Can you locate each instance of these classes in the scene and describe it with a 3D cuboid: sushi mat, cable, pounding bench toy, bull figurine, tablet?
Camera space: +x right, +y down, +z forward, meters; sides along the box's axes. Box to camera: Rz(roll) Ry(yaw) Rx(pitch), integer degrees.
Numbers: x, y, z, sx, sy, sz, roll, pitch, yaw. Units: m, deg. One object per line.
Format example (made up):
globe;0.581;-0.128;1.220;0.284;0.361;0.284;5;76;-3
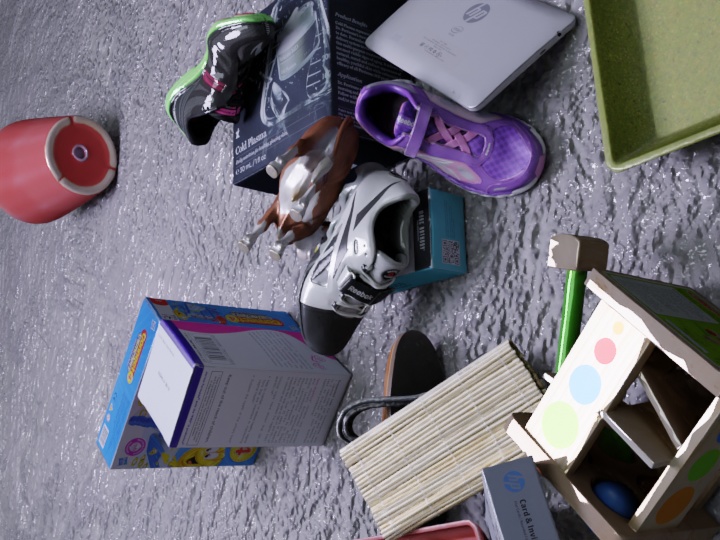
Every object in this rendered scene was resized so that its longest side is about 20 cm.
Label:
sushi mat;0.076;0.150;0.761;0.200;0.012;0.096;-37;76;23
cable;0.070;0.120;0.785;0.199;0.050;0.098;-1;87;16
pounding bench toy;0.186;0.084;0.647;0.200;0.124;0.157;49;121;44
bull figurine;-0.059;-0.071;0.892;0.065;0.121;0.200;33;138;9
tablet;0.099;-0.232;0.856;0.130;0.014;0.200;-41;44;-4

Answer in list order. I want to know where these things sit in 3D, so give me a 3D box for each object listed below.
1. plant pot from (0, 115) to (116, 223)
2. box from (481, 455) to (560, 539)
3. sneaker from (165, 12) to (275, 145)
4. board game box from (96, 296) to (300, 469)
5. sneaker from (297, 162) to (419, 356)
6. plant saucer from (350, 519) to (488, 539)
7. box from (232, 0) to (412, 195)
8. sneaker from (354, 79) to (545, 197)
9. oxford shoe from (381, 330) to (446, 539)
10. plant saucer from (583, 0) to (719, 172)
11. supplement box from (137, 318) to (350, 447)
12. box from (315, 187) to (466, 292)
plant pot;-0.550;-0.194;1.599;0.177;0.200;0.202;-8;77;42
box;0.130;0.239;0.653;0.200;0.041;0.157;74;-179;-63
sneaker;-0.148;-0.212;0.990;0.200;0.076;0.084;-42;69;45
board game box;-0.190;0.140;1.057;0.056;0.195;0.201;41;116;47
sneaker;0.000;0.000;0.859;0.088;0.074;0.201;34;110;52
plant saucer;0.072;0.332;0.794;0.200;0.037;0.201;-28;73;45
box;-0.047;-0.205;1.003;0.200;0.123;0.198;-20;66;49
sneaker;0.074;-0.128;0.825;0.199;0.088;0.081;26;100;25
oxford shoe;0.039;0.160;0.867;0.071;0.071;0.201;-9;77;56
plant saucer;0.267;-0.192;0.659;0.199;0.048;0.201;-21;66;48
supplement box;-0.127;0.127;0.977;0.101;0.199;0.104;40;115;48
box;0.024;-0.020;0.933;0.200;0.049;0.083;-16;70;49
